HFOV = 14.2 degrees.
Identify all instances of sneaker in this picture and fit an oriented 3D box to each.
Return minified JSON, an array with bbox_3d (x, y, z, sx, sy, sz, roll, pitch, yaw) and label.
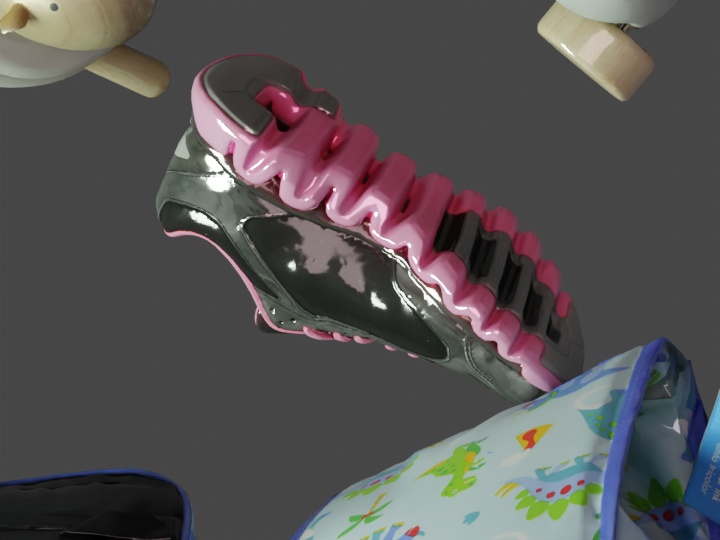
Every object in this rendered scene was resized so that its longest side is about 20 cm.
[{"bbox_3d":[0.000,0.000,1.192,0.200,0.079,0.096,37,121,2],"label":"sneaker"}]

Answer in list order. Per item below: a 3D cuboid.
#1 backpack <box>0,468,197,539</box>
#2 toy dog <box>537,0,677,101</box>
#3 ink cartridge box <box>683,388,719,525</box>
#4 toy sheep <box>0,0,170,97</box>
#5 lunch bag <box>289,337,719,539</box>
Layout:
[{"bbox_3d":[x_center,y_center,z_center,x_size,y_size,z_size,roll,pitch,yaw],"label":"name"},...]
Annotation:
[{"bbox_3d":[-0.151,0.169,1.170,0.199,0.183,0.148,-10,118,10],"label":"backpack"},{"bbox_3d":[0.080,-0.143,1.113,0.096,0.200,0.132,36,74,18],"label":"toy dog"},{"bbox_3d":[0.233,0.089,1.044,0.199,0.116,0.068,32,124,26],"label":"ink cartridge box"},{"bbox_3d":[-0.138,-0.138,1.142,0.137,0.200,0.139,-15,119,-28],"label":"toy sheep"},{"bbox_3d":[0.056,0.130,1.097,0.169,0.201,0.128,-26,127,23],"label":"lunch bag"}]
